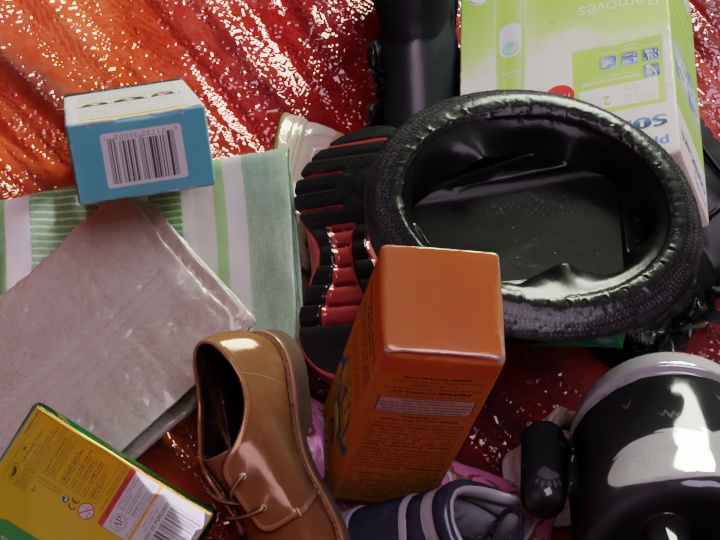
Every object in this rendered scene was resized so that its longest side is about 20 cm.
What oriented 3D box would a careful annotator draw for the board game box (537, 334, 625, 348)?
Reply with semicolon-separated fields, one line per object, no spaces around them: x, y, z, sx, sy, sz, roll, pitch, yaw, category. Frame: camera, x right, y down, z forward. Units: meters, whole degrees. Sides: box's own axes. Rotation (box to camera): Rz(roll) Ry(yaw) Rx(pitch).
0.128;-0.039;1.231;0.134;0.029;0.200;0;56;25;board game box

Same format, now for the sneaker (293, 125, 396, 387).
0.000;0.000;1.143;0.073;0.087;0.201;-3;55;13;sneaker

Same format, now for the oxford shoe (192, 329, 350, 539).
-0.058;0.130;1.016;0.071;0.071;0.201;7;62;-53;oxford shoe

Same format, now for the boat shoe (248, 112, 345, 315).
-0.035;-0.017;1.192;0.069;0.074;0.201;10;59;-3;boat shoe

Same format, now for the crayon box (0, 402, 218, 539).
-0.181;0.190;1.008;0.119;0.058;0.200;31;81;3;crayon box

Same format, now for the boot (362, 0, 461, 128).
0.038;-0.146;1.273;0.076;0.200;0.169;-2;96;5;boot

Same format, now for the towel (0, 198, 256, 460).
-0.169;0.056;1.088;0.200;0.034;0.133;-41;71;-4;towel

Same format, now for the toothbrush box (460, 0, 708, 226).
0.146;-0.117;1.205;0.145;0.086;0.200;-10;54;19;toothbrush box

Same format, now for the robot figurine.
0.179;0.134;1.030;0.150;0.125;0.200;50;21;-22;robot figurine

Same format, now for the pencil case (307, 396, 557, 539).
0.020;0.139;1.114;0.199;0.087;0.083;22;38;-2;pencil case

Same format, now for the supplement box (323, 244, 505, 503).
0.025;0.063;0.988;0.069;0.200;0.067;3;60;-7;supplement box

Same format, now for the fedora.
0.097;-0.015;1.076;0.200;0.092;0.201;4;55;-6;fedora

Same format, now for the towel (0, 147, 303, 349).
-0.136;0.006;1.134;0.199;0.023;0.153;-9;66;7;towel

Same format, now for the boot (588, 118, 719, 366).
0.188;-0.034;1.268;0.162;0.073;0.198;-34;69;-20;boot

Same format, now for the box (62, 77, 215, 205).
-0.141;-0.083;1.128;0.082;0.200;0.049;-9;101;-7;box

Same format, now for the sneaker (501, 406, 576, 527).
0.195;0.123;1.170;0.199;0.087;0.075;-2;55;-18;sneaker

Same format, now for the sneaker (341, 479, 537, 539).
0.078;0.199;1.045;0.200;0.108;0.070;47;37;-21;sneaker
